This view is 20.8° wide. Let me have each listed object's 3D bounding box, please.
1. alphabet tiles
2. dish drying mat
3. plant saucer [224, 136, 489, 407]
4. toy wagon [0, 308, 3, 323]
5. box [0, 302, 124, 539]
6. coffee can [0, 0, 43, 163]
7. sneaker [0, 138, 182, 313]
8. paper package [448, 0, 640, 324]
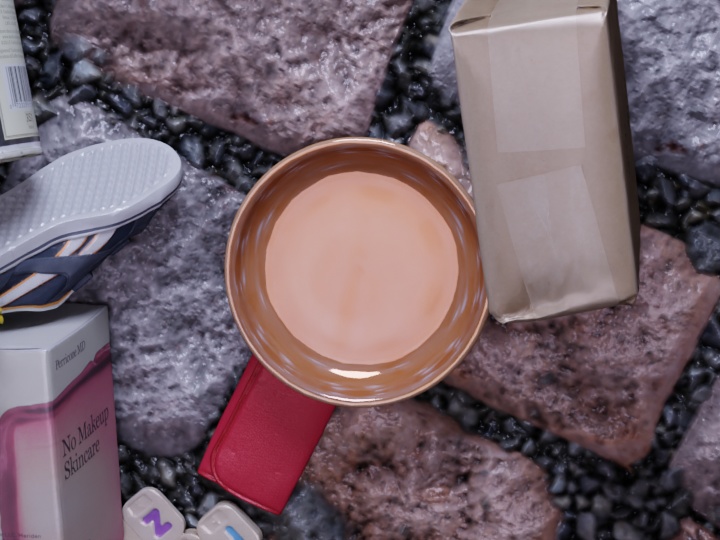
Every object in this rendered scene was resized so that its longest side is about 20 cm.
[{"bbox_3d":[-0.145,0.276,1.592,0.200,0.015,0.196,-40,96,20],"label":"alphabet tiles"},{"bbox_3d":[-0.056,0.093,1.513,0.077,0.018,0.200,27,110,1],"label":"dish drying mat"},{"bbox_3d":[0.000,0.000,1.449,0.199,0.037,0.201,1,100,5],"label":"plant saucer"},{"bbox_3d":[-0.327,0.066,1.412,0.200,0.040,0.155,-33,92,22],"label":"toy wagon"},{"bbox_3d":[-0.257,0.135,1.501,0.109,0.128,0.201,2,105,14],"label":"box"},{"bbox_3d":[-0.314,-0.167,1.383,0.146,0.146,0.201,-9,94,14],"label":"coffee can"},{"bbox_3d":[-0.223,-0.029,1.460,0.200,0.078,0.080,-25,142,-16],"label":"sneaker"},{"bbox_3d":[0.130,-0.092,1.325,0.103,0.191,0.201,-6,107,10],"label":"paper package"}]
